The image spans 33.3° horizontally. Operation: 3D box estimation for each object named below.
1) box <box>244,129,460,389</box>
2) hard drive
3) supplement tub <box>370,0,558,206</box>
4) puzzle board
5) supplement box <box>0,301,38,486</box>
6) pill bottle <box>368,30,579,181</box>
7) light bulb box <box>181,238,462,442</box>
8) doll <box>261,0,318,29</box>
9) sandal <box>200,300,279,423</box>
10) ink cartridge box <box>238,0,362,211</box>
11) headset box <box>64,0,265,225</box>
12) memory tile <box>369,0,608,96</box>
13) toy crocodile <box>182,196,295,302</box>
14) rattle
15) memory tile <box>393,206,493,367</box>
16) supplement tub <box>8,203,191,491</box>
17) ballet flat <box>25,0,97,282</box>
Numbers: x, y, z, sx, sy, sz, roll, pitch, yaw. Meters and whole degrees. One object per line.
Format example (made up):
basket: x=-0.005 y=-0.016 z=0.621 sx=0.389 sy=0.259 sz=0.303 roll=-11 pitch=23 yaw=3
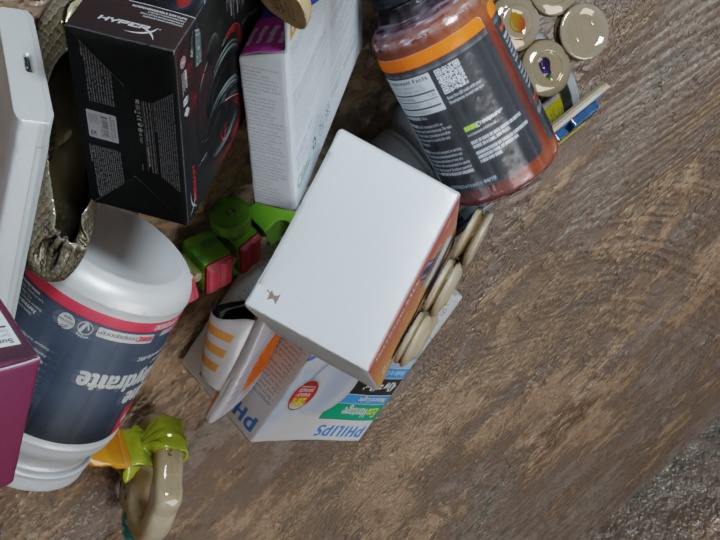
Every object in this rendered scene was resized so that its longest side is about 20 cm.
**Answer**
box: x=0.000 y=0.000 z=0.973 sx=0.153 sy=0.106 sz=0.200 roll=-61 pitch=173 yaw=-6
hard drive: x=-0.239 y=-0.052 z=0.801 sx=0.026 sy=0.133 sz=0.201 roll=3 pitch=129 yaw=-25
supplement tub: x=0.078 y=-0.161 z=0.983 sx=0.107 sy=0.107 sz=0.201 roll=-36 pitch=113 yaw=-16
puzzle board: x=0.140 y=-0.087 z=1.130 sx=0.199 sy=0.017 sz=0.151 roll=-39 pitch=174 yaw=-17
supplement box: x=-0.290 y=0.038 z=0.756 sx=0.085 sy=0.200 sz=0.111 roll=-12 pitch=137 yaw=-41
pill bottle: x=0.102 y=-0.138 z=1.153 sx=0.199 sy=0.114 sz=0.115 roll=-39 pitch=151 yaw=-11
light bulb box: x=-0.036 y=0.058 z=1.210 sx=0.201 sy=0.125 sz=0.197 roll=-55 pitch=150 yaw=15
doll: x=0.013 y=-0.236 z=0.743 sx=0.200 sy=0.048 sz=0.137 roll=-46 pitch=140 yaw=-18
sandal: x=-0.099 y=0.037 z=1.077 sx=0.208 sy=0.059 sz=0.079 roll=-63 pitch=170 yaw=15
ink cartridge box: x=-0.039 y=-0.183 z=0.885 sx=0.201 sy=0.043 sz=0.198 roll=89 pitch=16 yaw=-50
headset box: x=-0.115 y=-0.157 z=0.809 sx=0.150 sy=0.074 sz=0.201 roll=95 pitch=12 yaw=-48
memory tile: x=0.118 y=-0.207 z=1.073 sx=0.200 sy=0.017 sz=0.154 roll=-41 pitch=107 yaw=-11
toy crocodile: x=-0.140 y=-0.006 z=1.059 sx=0.199 sy=0.062 sz=0.068 roll=-31 pitch=148 yaw=-24
rattle: x=-0.254 y=0.218 z=1.191 sx=0.141 sy=0.132 sz=0.200 roll=-8 pitch=162 yaw=-32
memory tile: x=0.077 y=0.016 z=1.084 sx=0.154 sy=0.017 sz=0.200 roll=-61 pitch=174 yaw=2
supplement tub: x=-0.231 y=0.056 z=0.936 sx=0.140 sy=0.140 sz=0.201 roll=1 pitch=127 yaw=-52
ballet flat: x=-0.194 y=-0.092 z=0.813 sx=0.067 sy=0.046 sz=0.203 roll=9 pitch=91 yaw=-38
